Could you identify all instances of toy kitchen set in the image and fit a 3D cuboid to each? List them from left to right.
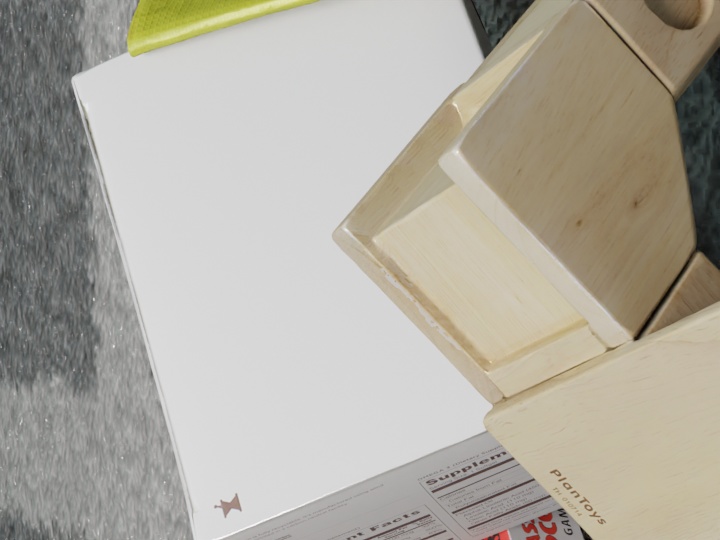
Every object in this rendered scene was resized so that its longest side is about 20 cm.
[{"bbox_3d":[0.140,-0.017,0.603,0.200,0.181,0.163,46,147,-9],"label":"toy kitchen set"}]

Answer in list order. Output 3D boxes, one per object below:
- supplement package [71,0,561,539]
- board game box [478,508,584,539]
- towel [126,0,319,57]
[{"bbox_3d":[0.000,0.000,0.747,0.111,0.154,0.202,50,-160,-64],"label":"supplement package"},{"bbox_3d":[0.016,0.152,0.829,0.200,0.046,0.153,-44,51,38],"label":"board game box"},{"bbox_3d":[0.006,-0.133,0.728,0.086,0.198,0.018,-77,-34,-48],"label":"towel"}]
